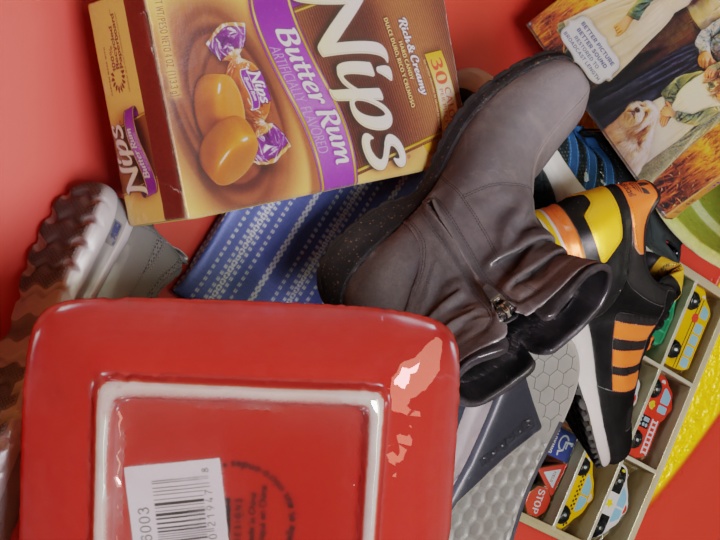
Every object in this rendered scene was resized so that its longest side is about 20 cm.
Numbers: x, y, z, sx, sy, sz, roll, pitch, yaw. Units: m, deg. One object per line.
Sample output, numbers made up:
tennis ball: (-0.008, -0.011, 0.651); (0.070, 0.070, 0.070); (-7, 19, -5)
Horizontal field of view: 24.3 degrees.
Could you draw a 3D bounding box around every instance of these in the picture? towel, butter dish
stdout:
towel: (0.000, 0.000, 0.976); (0.200, 0.024, 0.145); (36, 80, -33)
butter dish: (-0.060, 0.102, 0.821); (0.199, 0.148, 0.200); (2, 101, -4)

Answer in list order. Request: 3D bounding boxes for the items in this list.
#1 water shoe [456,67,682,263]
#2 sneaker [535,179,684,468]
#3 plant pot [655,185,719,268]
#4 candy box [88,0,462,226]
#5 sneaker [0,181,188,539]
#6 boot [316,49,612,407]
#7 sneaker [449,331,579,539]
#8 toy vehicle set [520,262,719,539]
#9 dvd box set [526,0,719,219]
water shoe: (0.121, -0.060, 1.016); (0.200, 0.071, 0.079); (46, 54, -23)
sneaker: (0.153, 0.034, 0.977); (0.090, 0.070, 0.200); (-23, 129, -5)
plant pot: (0.292, -0.087, 1.049); (0.184, 0.200, 0.201); (5, 98, -65)
candy box: (-0.036, -0.097, 0.879); (0.200, 0.056, 0.117); (-15, 96, -41)
sneaker: (-0.147, 0.060, 0.848); (0.082, 0.075, 0.200); (30, 82, -34)
boot: (0.085, -0.020, 0.872); (0.200, 0.132, 0.070); (-48, 138, -12)
sneaker: (0.020, 0.106, 0.912); (0.077, 0.146, 0.203); (33, 83, -43)
toy vehicle set: (0.163, 0.083, 1.100); (0.124, 0.026, 0.200); (27, 84, -35)
dvd box set: (0.216, -0.145, 0.962); (0.146, 0.200, 0.029); (57, 19, 10)
